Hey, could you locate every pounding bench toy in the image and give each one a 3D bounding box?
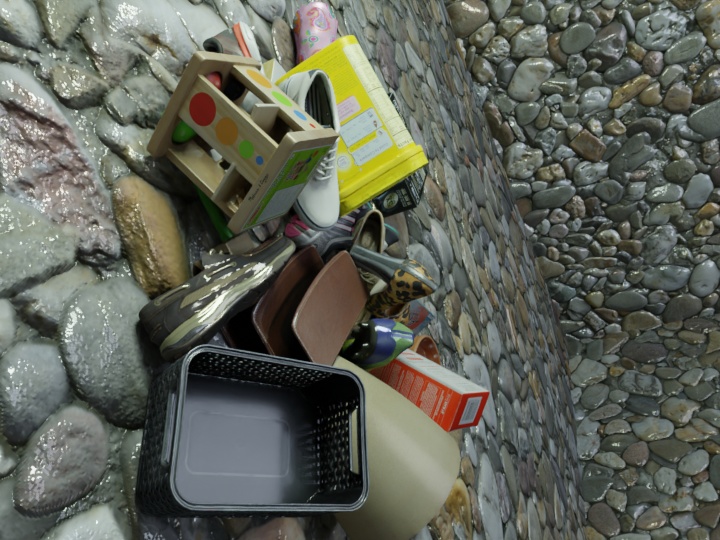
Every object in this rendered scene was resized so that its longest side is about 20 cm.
[{"bbox_3d":[-0.156,-0.124,0.643,0.156,0.201,0.124,41,25,4],"label":"pounding bench toy"}]

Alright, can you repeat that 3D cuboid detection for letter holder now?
[{"bbox_3d":[-0.084,0.034,0.716,0.143,0.100,0.200,63,27,-18],"label":"letter holder"}]

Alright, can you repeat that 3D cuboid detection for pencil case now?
[{"bbox_3d":[-0.073,-0.365,0.969,0.087,0.087,0.202,33,45,-54],"label":"pencil case"}]

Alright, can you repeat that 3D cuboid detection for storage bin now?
[{"bbox_3d":[-0.098,0.162,0.539,0.198,0.093,0.137,16,59,-33],"label":"storage bin"}]

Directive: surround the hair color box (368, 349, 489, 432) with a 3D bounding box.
[{"bbox_3d":[0.085,0.169,0.855,0.101,0.199,0.062,14,99,-52],"label":"hair color box"}]

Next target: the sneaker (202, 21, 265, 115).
[{"bbox_3d":[-0.157,-0.224,0.744,0.077,0.081,0.202,117,-45,-81],"label":"sneaker"}]

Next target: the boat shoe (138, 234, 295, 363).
[{"bbox_3d":[-0.145,0.010,0.589,0.073,0.075,0.200,44,46,2],"label":"boat shoe"}]

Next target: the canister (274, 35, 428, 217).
[{"bbox_3d":[-0.016,-0.199,0.779,0.201,0.147,0.087,60,7,-4],"label":"canister"}]

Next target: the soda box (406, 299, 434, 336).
[{"bbox_3d":[0.058,0.051,1.010,0.068,0.064,0.200,49,6,40],"label":"soda box"}]

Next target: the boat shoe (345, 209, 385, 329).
[{"bbox_3d":[0.000,0.000,0.886,0.065,0.071,0.202,125,-20,-71],"label":"boat shoe"}]

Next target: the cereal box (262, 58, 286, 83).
[{"bbox_3d":[-0.098,-0.213,0.890,0.200,0.039,0.146,40,44,-51],"label":"cereal box"}]

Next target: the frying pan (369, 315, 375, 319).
[{"bbox_3d":[0.026,0.118,0.980,0.190,0.031,0.116,39,42,-55],"label":"frying pan"}]

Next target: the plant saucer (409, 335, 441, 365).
[{"bbox_3d":[0.116,0.226,1.065,0.200,0.032,0.203,-4,90,-65],"label":"plant saucer"}]

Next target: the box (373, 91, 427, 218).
[{"bbox_3d":[0.057,-0.243,1.173,0.201,0.085,0.165,61,29,-28],"label":"box"}]

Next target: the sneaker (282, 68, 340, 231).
[{"bbox_3d":[-0.058,-0.150,0.700,0.072,0.071,0.203,-14,97,-29],"label":"sneaker"}]

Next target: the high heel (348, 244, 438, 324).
[{"bbox_3d":[0.072,0.047,0.815,0.072,0.142,0.200,-53,140,-17],"label":"high heel"}]

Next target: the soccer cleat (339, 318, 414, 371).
[{"bbox_3d":[0.014,0.119,0.783,0.083,0.200,0.066,6,67,-16],"label":"soccer cleat"}]

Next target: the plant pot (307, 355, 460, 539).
[{"bbox_3d":[-0.005,0.212,0.715,0.201,0.186,0.188,51,31,-13],"label":"plant pot"}]

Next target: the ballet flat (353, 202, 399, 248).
[{"bbox_3d":[0.013,-0.071,1.021,0.200,0.072,0.074,38,43,-61],"label":"ballet flat"}]

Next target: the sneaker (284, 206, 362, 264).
[{"bbox_3d":[-0.036,-0.080,0.874,0.200,0.073,0.088,-48,135,-35],"label":"sneaker"}]
